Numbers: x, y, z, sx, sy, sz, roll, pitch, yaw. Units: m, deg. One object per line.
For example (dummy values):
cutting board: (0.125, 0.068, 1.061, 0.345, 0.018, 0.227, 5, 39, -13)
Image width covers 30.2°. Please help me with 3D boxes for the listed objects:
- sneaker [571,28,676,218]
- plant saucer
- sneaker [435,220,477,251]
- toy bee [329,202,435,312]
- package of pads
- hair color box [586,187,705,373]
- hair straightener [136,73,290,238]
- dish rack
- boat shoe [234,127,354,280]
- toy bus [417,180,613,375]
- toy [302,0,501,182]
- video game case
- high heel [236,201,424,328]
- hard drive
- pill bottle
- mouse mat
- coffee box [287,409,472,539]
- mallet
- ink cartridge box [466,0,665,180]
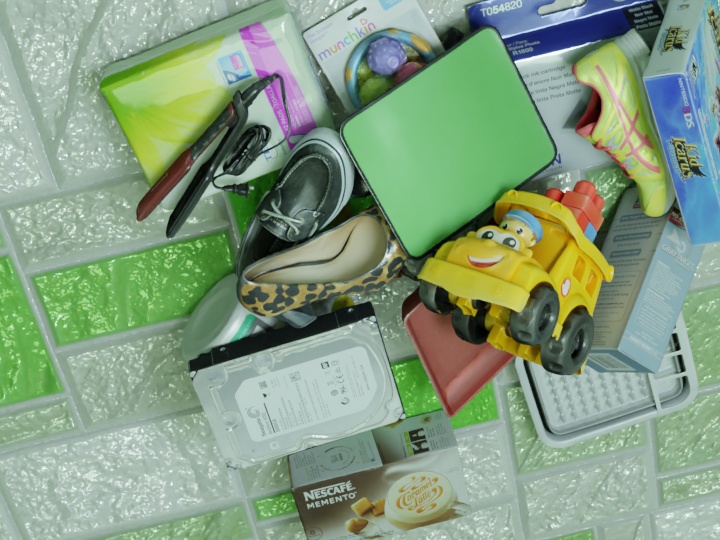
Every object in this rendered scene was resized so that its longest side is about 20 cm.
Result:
sneaker: (0.263, -0.140, 1.346, 0.090, 0.078, 0.200, -19, 113, 2)
plant saucer: (0.130, 0.036, 1.437, 0.200, 0.037, 0.200, -42, 140, -14)
sneaker: (0.083, -0.101, 1.386, 0.086, 0.078, 0.200, 1, 121, -6)
toy bee: (0.000, 0.000, 1.417, 0.200, 0.109, 0.131, 22, 101, 24)
package of pads: (-0.136, -0.160, 1.320, 0.200, 0.068, 0.155, -20, 121, 5)
hair color box: (0.297, 0.007, 1.410, 0.061, 0.099, 0.200, 30, 74, -23)
hair straightener: (-0.131, -0.107, 1.296, 0.077, 0.041, 0.200, 34, 106, -24)
dish rack: (0.286, 0.113, 1.567, 0.200, 0.044, 0.172, -19, 123, 3)
boat shoe: (-0.066, -0.052, 1.313, 0.072, 0.071, 0.200, 34, 132, 6)
toy bus: (0.171, -0.012, 1.315, 0.200, 0.136, 0.192, 38, 77, -54)
toy: (0.041, -0.174, 1.307, 0.115, 0.047, 0.200, -30, 99, 7)
video game case: (0.340, -0.159, 1.329, 0.045, 0.181, 0.200, -6, 127, 27)
high heel: (-0.024, -0.021, 1.283, 0.200, 0.071, 0.143, -41, 155, 9)
hard drive: (-0.064, 0.123, 1.391, 0.200, 0.038, 0.140, -16, 121, 0)
pill bottle: (-0.086, 0.099, 1.460, 0.200, 0.113, 0.113, 36, 110, -25)
mouse mat: (0.089, -0.124, 1.298, 0.200, 0.008, 0.161, -35, 110, -16)
coffee box: (0.022, 0.251, 1.589, 0.200, 0.080, 0.114, -13, 122, -1)
mallet: (0.046, -0.160, 1.369, 0.041, 0.066, 0.200, 35, 97, 4)
ink cartridge box: (0.221, -0.198, 1.367, 0.199, 0.041, 0.200, -15, 122, 0)
